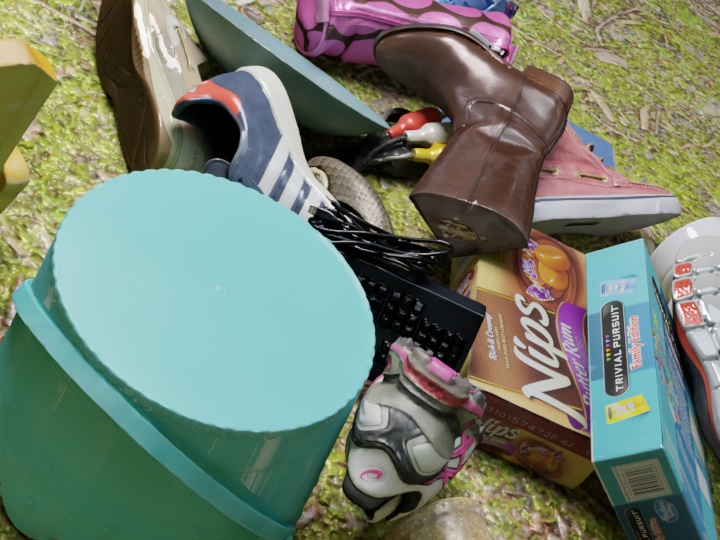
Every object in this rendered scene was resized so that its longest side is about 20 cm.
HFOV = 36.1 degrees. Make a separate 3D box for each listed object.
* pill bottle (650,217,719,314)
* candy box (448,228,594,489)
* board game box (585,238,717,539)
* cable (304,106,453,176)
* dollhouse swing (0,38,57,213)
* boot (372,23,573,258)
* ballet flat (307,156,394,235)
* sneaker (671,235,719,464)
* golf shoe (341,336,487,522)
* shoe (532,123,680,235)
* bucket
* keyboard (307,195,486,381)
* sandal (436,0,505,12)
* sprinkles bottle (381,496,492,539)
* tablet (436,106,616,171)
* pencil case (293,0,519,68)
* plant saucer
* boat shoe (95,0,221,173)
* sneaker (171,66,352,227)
[{"bbox_3d":[0.320,0.057,0.911,0.110,0.111,0.201,1,49,-34],"label":"pill bottle"},{"bbox_3d":[0.122,0.051,0.824,0.116,0.057,0.201,26,38,-11],"label":"candy box"},{"bbox_3d":[0.201,0.101,0.768,0.201,0.046,0.152,-78,146,-50],"label":"board game box"},{"bbox_3d":[0.016,-0.107,0.919,0.199,0.051,0.097,-8,49,-40],"label":"cable"},{"bbox_3d":[-0.292,-0.103,0.599,0.199,0.176,0.182,-16,59,-42],"label":"dollhouse swing"},{"bbox_3d":[0.065,-0.104,0.877,0.185,0.065,0.201,18,51,12],"label":"boot"},{"bbox_3d":[0.000,0.000,0.787,0.046,0.067,0.201,-6,59,-43],"label":"ballet flat"},{"bbox_3d":[0.267,0.069,0.828,0.076,0.082,0.202,0,57,-1],"label":"sneaker"},{"bbox_3d":[0.023,0.100,0.642,0.072,0.200,0.092,34,82,14],"label":"golf shoe"},{"bbox_3d":[0.203,-0.083,0.987,0.198,0.071,0.092,-3,77,-32],"label":"shoe"},{"bbox_3d":[-0.098,0.054,0.602,0.205,0.135,0.208,18,40,-16],"label":"bucket"},{"bbox_3d":[-0.018,0.009,0.713,0.198,0.105,0.040,23,10,-1],"label":"keyboard"},{"bbox_3d":[0.083,-0.272,1.110,0.199,0.087,0.080,-16,61,-42],"label":"sandal"},{"bbox_3d":[0.075,0.225,0.598,0.068,0.068,0.201,1,48,-34],"label":"sprinkles bottle"},{"bbox_3d":[0.164,-0.128,1.073,0.198,0.014,0.131,26,39,-12],"label":"tablet"},{"bbox_3d":[0.041,-0.216,1.004,0.198,0.092,0.094,7,19,-17],"label":"pencil case"},{"bbox_3d":[-0.067,-0.158,0.884,0.200,0.039,0.201,35,11,-8],"label":"plant saucer"},{"bbox_3d":[-0.151,-0.152,0.836,0.064,0.072,0.202,6,51,-37],"label":"boat shoe"},{"bbox_3d":[-0.068,-0.042,0.759,0.084,0.075,0.201,-19,76,-37],"label":"sneaker"}]
